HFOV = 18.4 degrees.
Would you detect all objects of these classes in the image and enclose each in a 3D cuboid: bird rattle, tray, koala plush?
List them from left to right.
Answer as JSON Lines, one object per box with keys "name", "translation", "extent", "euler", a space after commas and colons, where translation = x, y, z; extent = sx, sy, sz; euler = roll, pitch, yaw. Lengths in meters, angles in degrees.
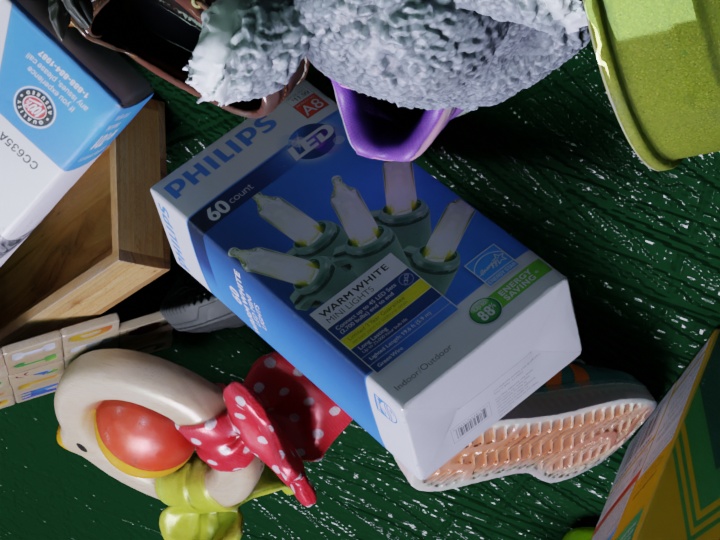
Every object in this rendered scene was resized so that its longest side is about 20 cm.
{"name": "tray", "translation": [-0.173, -0.015, 1.252], "extent": [0.037, 0.099, 0.200], "euler": [11, 154, -34]}
{"name": "bird rattle", "translation": [-0.101, 0.102, 1.283], "extent": [0.163, 0.113, 0.200], "euler": [24, 156, -2]}
{"name": "koala plush", "translation": [0.022, -0.125, 0.873], "extent": [0.177, 0.200, 0.184], "euler": [-10, 112, 12]}

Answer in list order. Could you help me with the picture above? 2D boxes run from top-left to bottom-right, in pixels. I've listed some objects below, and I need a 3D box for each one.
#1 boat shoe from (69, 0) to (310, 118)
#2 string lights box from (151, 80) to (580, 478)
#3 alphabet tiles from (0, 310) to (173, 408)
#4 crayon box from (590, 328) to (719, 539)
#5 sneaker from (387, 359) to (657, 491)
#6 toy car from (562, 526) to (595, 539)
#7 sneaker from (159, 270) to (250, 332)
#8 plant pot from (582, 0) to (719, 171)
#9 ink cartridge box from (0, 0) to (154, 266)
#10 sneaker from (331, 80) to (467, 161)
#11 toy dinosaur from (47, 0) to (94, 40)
{"name": "boat shoe", "translation": [-0.116, -0.143, 1.101], "extent": [0.200, 0.070, 0.070], "euler": [26, 142, 6]}
{"name": "string lights box", "translation": [0.000, 0.000, 1.079], "extent": [0.200, 0.103, 0.059], "euler": [39, 158, 36]}
{"name": "alphabet tiles", "translation": [-0.203, 0.062, 1.291], "extent": [0.166, 0.199, 0.006], "euler": [116, 136, -75]}
{"name": "crayon box", "translation": [0.151, 0.143, 1.139], "extent": [0.051, 0.200, 0.126], "euler": [28, 142, 1]}
{"name": "sneaker", "translation": [0.077, 0.061, 1.152], "extent": [0.071, 0.200, 0.080], "euler": [-50, 59, 27]}
{"name": "toy car", "translation": [0.153, 0.280, 1.332], "extent": [0.157, 0.165, 0.200], "euler": [19, 150, 13]}
{"name": "sneaker", "translation": [-0.010, 0.019, 1.213], "extent": [0.199, 0.060, 0.104], "euler": [-24, 117, 34]}
{"name": "plant pot", "translation": [0.193, -0.147, 0.825], "extent": [0.192, 0.201, 0.201], "euler": [-5, 131, 20]}
{"name": "ink cartridge box", "translation": [-0.229, -0.066, 1.150], "extent": [0.146, 0.086, 0.200], "euler": [42, 102, -3]}
{"name": "sneaker", "translation": [0.013, -0.129, 1.020], "extent": [0.080, 0.089, 0.201], "euler": [12, 137, 23]}
{"name": "toy dinosaur", "translation": [-0.143, -0.196, 1.005], "extent": [0.102, 0.200, 0.136], "euler": [-34, 122, 18]}
